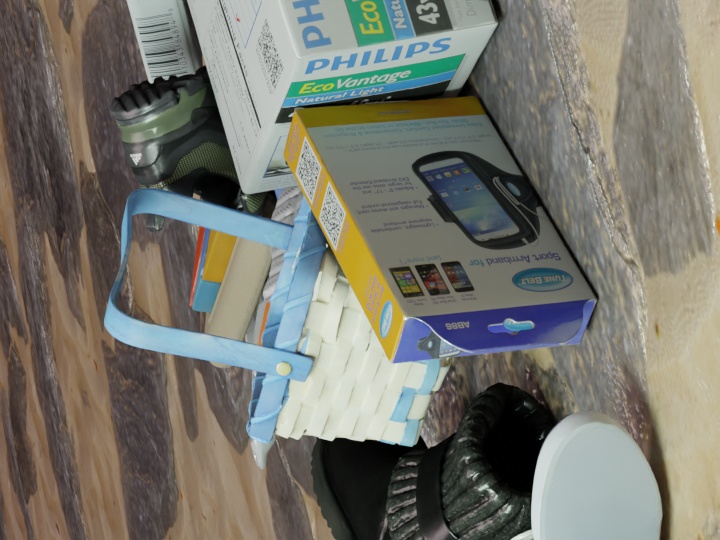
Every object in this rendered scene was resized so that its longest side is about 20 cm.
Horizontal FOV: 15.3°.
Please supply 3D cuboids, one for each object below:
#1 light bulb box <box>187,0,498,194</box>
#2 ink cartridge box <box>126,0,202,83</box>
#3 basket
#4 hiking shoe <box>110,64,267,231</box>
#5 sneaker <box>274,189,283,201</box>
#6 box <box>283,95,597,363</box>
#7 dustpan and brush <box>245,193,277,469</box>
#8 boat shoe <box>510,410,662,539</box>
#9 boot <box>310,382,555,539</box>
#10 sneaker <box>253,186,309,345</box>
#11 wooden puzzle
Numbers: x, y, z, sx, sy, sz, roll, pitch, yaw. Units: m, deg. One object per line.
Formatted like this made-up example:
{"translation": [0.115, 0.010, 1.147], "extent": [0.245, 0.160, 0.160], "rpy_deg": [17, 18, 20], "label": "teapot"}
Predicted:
{"translation": [-0.024, -0.179, 1.600], "extent": [0.200, 0.125, 0.198], "rpy_deg": [120, 135, -66], "label": "light bulb box"}
{"translation": [-0.144, -0.256, 1.789], "extent": [0.200, 0.043, 0.196], "rpy_deg": [-97, -5, -47], "label": "ink cartridge box"}
{"translation": [-0.047, 0.014, 1.572], "extent": [0.176, 0.200, 0.139], "rpy_deg": [-91, 12, -62], "label": "basket"}
{"translation": [-0.077, -0.085, 1.733], "extent": [0.076, 0.200, 0.101], "rpy_deg": [4, 106, 46], "label": "hiking shoe"}
{"translation": [-0.065, -0.130, 1.859], "extent": [0.076, 0.077, 0.200], "rpy_deg": [-144, 43, -64], "label": "sneaker"}
{"translation": [0.046, -0.018, 1.497], "extent": [0.042, 0.119, 0.200], "rpy_deg": [108, 147, -42], "label": "box"}
{"translation": [-0.067, 0.053, 2.035], "extent": [0.140, 0.057, 0.200], "rpy_deg": [-144, 43, -66], "label": "dustpan and brush"}
{"translation": [0.128, 0.158, 1.468], "extent": [0.086, 0.075, 0.202], "rpy_deg": [-133, 24, -64], "label": "boat shoe"}
{"translation": [0.047, 0.116, 1.609], "extent": [0.158, 0.079, 0.211], "rpy_deg": [-60, 30, 32], "label": "boot"}
{"translation": [0.000, 0.000, 1.747], "extent": [0.078, 0.112, 0.200], "rpy_deg": [-27, 40, 47], "label": "sneaker"}
{"translation": [-0.097, -0.055, 1.988], "extent": [0.185, 0.037, 0.200], "rpy_deg": [113, 158, -55], "label": "wooden puzzle"}
